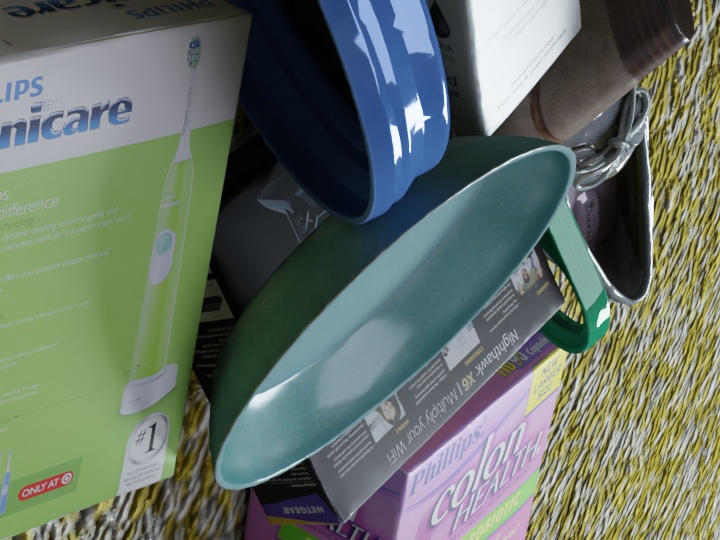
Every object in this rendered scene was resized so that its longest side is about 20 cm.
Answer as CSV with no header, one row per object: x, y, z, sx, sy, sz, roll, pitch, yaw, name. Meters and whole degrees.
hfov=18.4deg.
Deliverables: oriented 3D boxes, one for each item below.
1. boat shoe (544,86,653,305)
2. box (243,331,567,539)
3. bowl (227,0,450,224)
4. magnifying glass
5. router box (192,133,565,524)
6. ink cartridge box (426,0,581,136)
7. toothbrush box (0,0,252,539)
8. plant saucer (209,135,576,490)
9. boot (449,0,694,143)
0.124,-0.053,1.158,0.074,0.065,0.202,-37,152,-17,boat shoe
0.021,0.134,1.260,0.176,0.096,0.201,-34,141,-48,box
-0.030,-0.115,0.807,0.039,0.201,0.201,-28,144,-13,bowl
0.091,-0.034,1.121,0.022,0.080,0.201,-34,140,-16,magnifying glass
0.000,0.000,1.055,0.200,0.052,0.158,-40,113,-40,router box
0.006,-0.168,0.892,0.083,0.146,0.201,-49,150,-27,ink cartridge box
-0.132,-0.008,0.811,0.145,0.086,0.201,-18,130,-44,toothbrush box
0.005,0.009,0.919,0.200,0.036,0.200,-39,164,-13,plant saucer
0.075,-0.147,1.022,0.070,0.145,0.201,35,44,-47,boot
